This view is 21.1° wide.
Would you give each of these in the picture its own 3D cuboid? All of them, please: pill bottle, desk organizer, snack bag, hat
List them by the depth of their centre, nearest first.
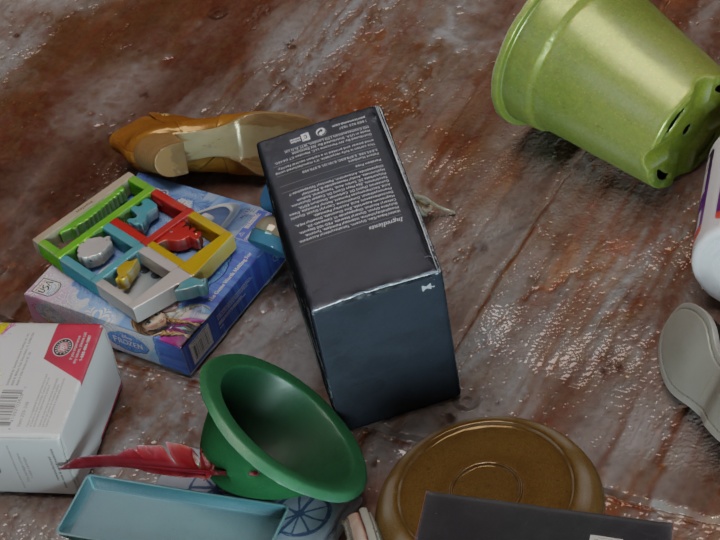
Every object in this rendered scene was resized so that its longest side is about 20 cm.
[{"bbox_3d":[0.143,0.238,1.524,0.198,0.078,0.072,6,34,8],"label":"desk organizer"},{"bbox_3d":[-0.121,0.243,1.657,0.187,0.022,0.200,11,47,26],"label":"snack bag"},{"bbox_3d":[-0.116,0.186,1.679,0.176,0.165,0.200,-53,52,22],"label":"hat"},{"bbox_3d":[0.374,-0.069,1.797,0.110,0.112,0.201,3,45,17],"label":"pill bottle"}]

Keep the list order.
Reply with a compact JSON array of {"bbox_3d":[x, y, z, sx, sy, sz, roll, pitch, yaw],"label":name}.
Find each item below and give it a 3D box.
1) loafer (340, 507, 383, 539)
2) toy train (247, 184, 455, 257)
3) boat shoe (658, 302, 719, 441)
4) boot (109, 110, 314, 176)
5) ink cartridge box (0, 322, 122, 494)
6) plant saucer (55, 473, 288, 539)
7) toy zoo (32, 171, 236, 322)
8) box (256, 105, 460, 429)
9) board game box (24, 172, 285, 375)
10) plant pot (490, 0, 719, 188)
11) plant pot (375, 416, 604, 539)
[{"bbox_3d":[0.008,0.278,1.556,0.062,0.072,0.201,-23,46,0],"label":"loafer"},{"bbox_3d":[-0.008,-0.044,1.893,0.117,0.199,0.085,-67,21,-4],"label":"toy train"},{"bbox_3d":[0.318,0.094,1.674,0.060,0.074,0.200,21,17,-22],"label":"boat shoe"},{"bbox_3d":[-0.157,-0.144,2.050,0.200,0.071,0.144,-10,20,-22],"label":"boot"},{"bbox_3d":[-0.338,0.126,1.791,0.198,0.086,0.148,0,44,16],"label":"ink cartridge box"},{"bbox_3d":[-0.162,0.219,1.666,0.198,0.019,0.070,5,45,22],"label":"plant saucer"},{"bbox_3d":[-0.214,-0.020,1.896,0.131,0.021,0.199,-38,47,-26],"label":"toy zoo"},{"bbox_3d":[0.000,0.000,1.728,0.123,0.201,0.198,-18,53,-4],"label":"box"},{"bbox_3d":[-0.197,-0.002,1.922,0.198,0.044,0.200,15,49,29],"label":"board game box"},{"bbox_3d":[0.263,-0.185,1.910,0.200,0.201,0.184,-37,58,-24],"label":"plant pot"},{"bbox_3d":[0.108,0.195,1.647,0.198,0.028,0.201,-8,43,7],"label":"plant pot"}]
